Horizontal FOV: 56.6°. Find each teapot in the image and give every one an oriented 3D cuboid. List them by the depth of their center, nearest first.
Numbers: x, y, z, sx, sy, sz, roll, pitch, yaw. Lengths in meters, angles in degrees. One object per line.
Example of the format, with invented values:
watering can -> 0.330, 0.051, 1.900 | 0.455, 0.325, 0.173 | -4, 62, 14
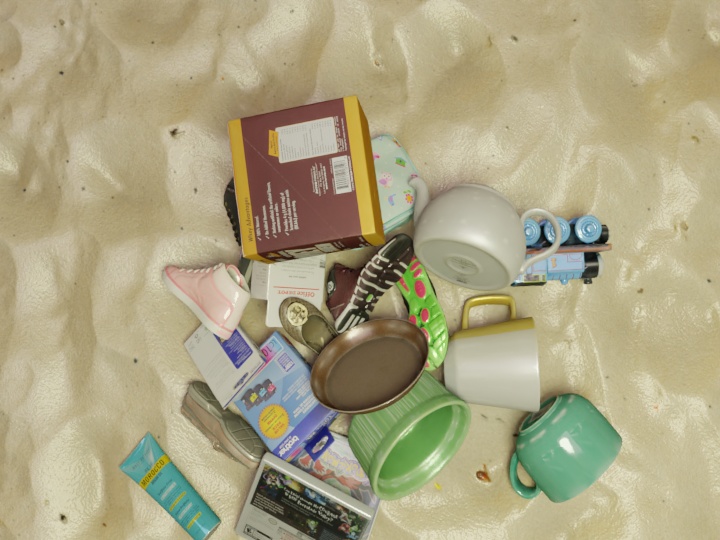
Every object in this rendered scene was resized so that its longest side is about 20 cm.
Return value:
teapot -> 0.188, -0.070, 1.078 | 0.198, 0.195, 0.149 | 35, 66, -26

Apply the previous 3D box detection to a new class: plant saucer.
plant saucer -> 0.017, 0.152, 1.039 | 0.196, 0.201, 0.033 | -25, 121, 0

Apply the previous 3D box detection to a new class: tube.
tube -> -0.322, 0.378, 1.147 | 0.199, 0.051, 0.078 | 41, 78, 12

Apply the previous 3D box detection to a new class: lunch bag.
lunch bag -> 0.014, -0.131, 1.144 | 0.198, 0.077, 0.163 | -29, 85, -33

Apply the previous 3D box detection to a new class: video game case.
video game case -> -0.095, 0.408, 1.091 | 0.196, 0.023, 0.185 | 26, 118, 5
video game case -> -0.060, 0.372, 1.144 | 0.195, 0.023, 0.187 | 20, 84, 5

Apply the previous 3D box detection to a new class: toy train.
toy train -> 0.333, -0.032, 1.154 | 0.194, 0.087, 0.118 | -2, 91, 1

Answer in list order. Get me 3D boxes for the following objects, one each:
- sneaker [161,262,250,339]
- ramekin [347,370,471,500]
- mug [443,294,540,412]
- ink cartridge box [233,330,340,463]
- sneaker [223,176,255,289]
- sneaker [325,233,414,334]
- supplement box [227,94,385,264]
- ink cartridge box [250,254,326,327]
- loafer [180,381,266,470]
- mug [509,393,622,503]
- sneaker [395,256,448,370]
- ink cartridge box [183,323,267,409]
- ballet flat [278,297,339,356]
sneaker -> -0.257, 0.022, 1.145 | 0.199, 0.075, 0.106 | 36, 93, 37
ramekin -> 0.073, 0.255, 1.067 | 0.200, 0.201, 0.098 | -44, 52, -4
mug -> 0.217, 0.149, 1.123 | 0.149, 0.188, 0.153 | -4, 115, 11
ink cartridge box -> -0.118, 0.225, 1.122 | 0.136, 0.076, 0.200 | -44, 74, -1
sneaker -> -0.205, -0.065, 1.193 | 0.104, 0.075, 0.205 | 14, 81, 15
sneaker -> 0.000, 0.000, 1.140 | 0.202, 0.075, 0.116 | -53, 45, 10
supplement box -> -0.077, -0.128, 1.006 | 0.194, 0.133, 0.203 | -9, 85, 8
ink cartridge box -> -0.122, -0.009, 1.141 | 0.114, 0.066, 0.206 | 5, 90, -38
loafer -> -0.234, 0.272, 1.130 | 0.199, 0.071, 0.064 | 39, 103, 30
mug -> 0.312, 0.284, 1.074 | 0.184, 0.152, 0.115 | -42, 83, -4
sneaker -> 0.111, 0.071, 1.127 | 0.075, 0.084, 0.205 | -21, 59, 20
ink cartridge box -> -0.221, 0.146, 1.116 | 0.100, 0.039, 0.200 | -46, 41, -3
ballet flat -> -0.059, 0.120, 1.121 | 0.068, 0.046, 0.201 | -49, 114, -19
